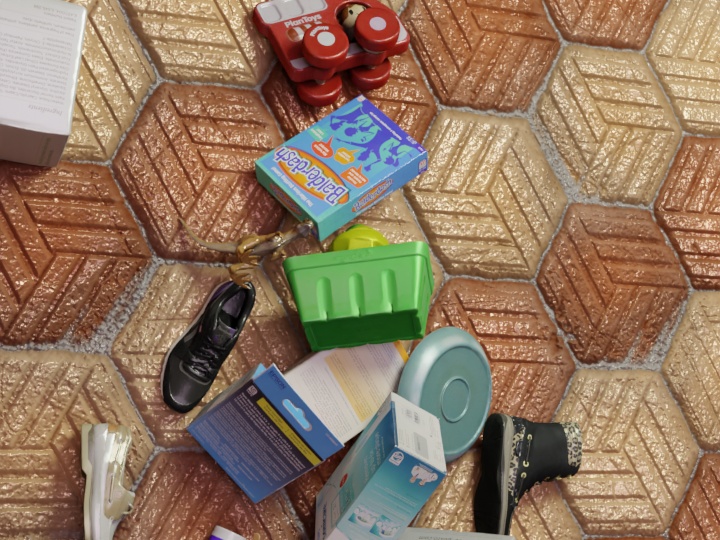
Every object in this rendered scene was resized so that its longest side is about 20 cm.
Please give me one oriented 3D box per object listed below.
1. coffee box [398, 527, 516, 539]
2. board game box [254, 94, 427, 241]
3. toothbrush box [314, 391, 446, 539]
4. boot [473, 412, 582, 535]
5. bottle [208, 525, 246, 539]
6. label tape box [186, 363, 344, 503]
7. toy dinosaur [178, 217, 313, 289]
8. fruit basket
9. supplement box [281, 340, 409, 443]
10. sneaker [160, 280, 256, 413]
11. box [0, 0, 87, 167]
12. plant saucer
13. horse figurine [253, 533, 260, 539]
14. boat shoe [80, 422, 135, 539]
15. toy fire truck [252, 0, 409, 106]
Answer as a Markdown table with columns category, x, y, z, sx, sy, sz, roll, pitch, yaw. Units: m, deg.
| category | x | y | z | sx | sy | sz | roll | pitch | yaw |
| --- | --- | --- | --- | --- | --- | --- | --- | --- | --- |
| coffee box | 0.114 | 0.482 | 1.629 | 0.198 | 0.199 | 0.201 | -39 | 112 | -41 |
| board game box | -0.027 | -0.149 | 1.760 | 0.199 | 0.045 | 0.152 | -35 | 58 | -20 |
| toothbrush box | 0.024 | 0.288 | 1.658 | 0.085 | 0.147 | 0.201 | 29 | 110 | -12 |
| boot | 0.249 | 0.313 | 1.818 | 0.152 | 0.073 | 0.206 | 5 | 90 | -28 |
| bottle | -0.212 | 0.440 | 1.639 | 0.083 | 0.065 | 0.201 | 29 | 73 | -22 |
| label tape box | -0.117 | 0.204 | 1.637 | 0.143 | 0.200 | 0.066 | 48 | 37 | -6 |
| toy dinosaur | -0.158 | -0.029 | 1.686 | 0.198 | 0.107 | 0.061 | -4 | 123 | 10 |
| fruit basket | 0.000 | 0.000 | 1.713 | 0.213 | 0.156 | 0.217 | -4 | 60 | 7 |
| supplement box | -0.027 | 0.163 | 1.740 | 0.199 | 0.073 | 0.127 | -32 | 94 | -22 |
| sneaker | -0.206 | 0.097 | 1.679 | 0.075 | 0.087 | 0.201 | 30 | 74 | -13 |
| box | -0.463 | -0.247 | 1.578 | 0.198 | 0.199 | 0.173 | 10 | 79 | -18 |
| plant saucer | 0.128 | 0.182 | 1.769 | 0.199 | 0.027 | 0.202 | -9 | 102 | -45 |
| horse figurine | -0.162 | 0.434 | 1.589 | 0.050 | 0.133 | 0.200 | 22 | 46 | 19 |
| boat shoe | -0.327 | 0.299 | 1.615 | 0.068 | 0.075 | 0.202 | -1 | 82 | -14 |
| toy fire truck | -0.038 | -0.347 | 1.797 | 0.198 | 0.112 | 0.169 | -20 | 65 | -18 |
